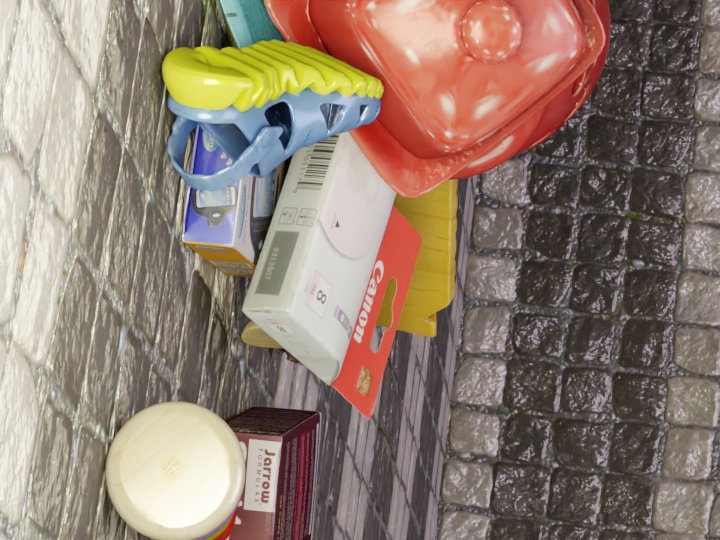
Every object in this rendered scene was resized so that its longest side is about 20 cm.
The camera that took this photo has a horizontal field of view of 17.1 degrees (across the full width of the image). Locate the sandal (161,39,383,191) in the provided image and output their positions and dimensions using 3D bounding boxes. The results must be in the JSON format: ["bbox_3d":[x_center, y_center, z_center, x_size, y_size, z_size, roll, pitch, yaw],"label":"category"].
[{"bbox_3d":[-0.062,-0.101,1.562,0.200,0.079,0.087,-8,118,-49],"label":"sandal"}]

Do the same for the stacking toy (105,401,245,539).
[{"bbox_3d":[-0.112,0.145,1.526,0.200,0.085,0.086,92,6,-74],"label":"stacking toy"}]

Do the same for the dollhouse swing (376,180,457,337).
[{"bbox_3d":[0.026,-0.083,2.091,0.176,0.181,0.201,-50,147,-52],"label":"dollhouse swing"}]

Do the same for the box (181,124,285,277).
[{"bbox_3d":[-0.086,-0.065,1.673,0.200,0.041,0.120,56,40,-82],"label":"box"}]

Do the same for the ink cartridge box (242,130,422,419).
[{"bbox_3d":[0.000,0.000,1.761,0.200,0.057,0.163,41,59,-47],"label":"ink cartridge box"}]

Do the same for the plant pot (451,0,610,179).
[{"bbox_3d":[0.079,-0.176,1.839,0.182,0.200,0.201,-42,137,-67],"label":"plant pot"}]

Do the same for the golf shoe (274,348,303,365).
[{"bbox_3d":[-0.038,-0.012,1.961,0.200,0.072,0.092,98,4,-52],"label":"golf shoe"}]

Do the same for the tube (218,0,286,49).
[{"bbox_3d":[-0.070,-0.163,1.694,0.078,0.050,0.200,65,6,8],"label":"tube"}]

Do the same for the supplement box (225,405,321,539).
[{"bbox_3d":[-0.076,0.167,1.838,0.200,0.061,0.109,-11,105,-83],"label":"supplement box"}]

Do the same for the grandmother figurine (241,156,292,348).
[{"bbox_3d":[-0.053,-0.047,1.821,0.060,0.121,0.201,25,53,-38],"label":"grandmother figurine"}]

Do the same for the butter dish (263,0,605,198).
[{"bbox_3d":[0.070,-0.169,1.643,0.200,0.200,0.148,54,-7,-19],"label":"butter dish"}]
